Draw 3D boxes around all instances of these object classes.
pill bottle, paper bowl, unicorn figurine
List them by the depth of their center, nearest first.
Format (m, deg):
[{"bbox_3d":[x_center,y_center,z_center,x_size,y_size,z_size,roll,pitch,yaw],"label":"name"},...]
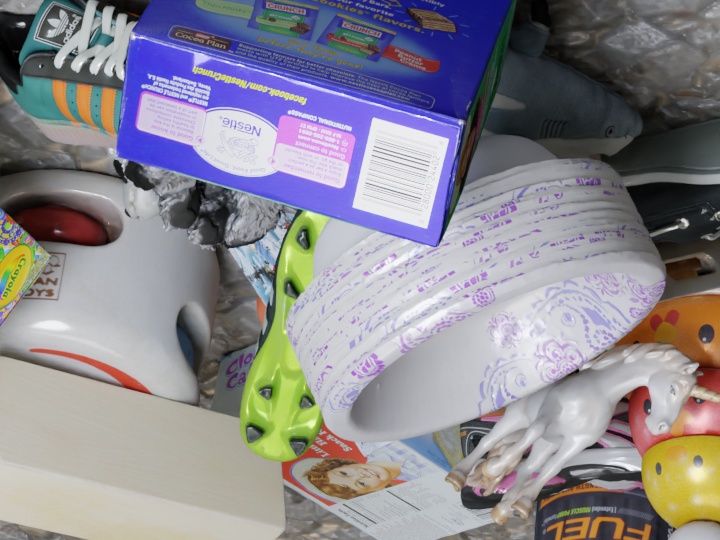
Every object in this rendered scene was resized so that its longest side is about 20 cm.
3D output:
[{"bbox_3d":[0.054,0.003,1.449,0.200,0.105,0.201,-22,162,-8],"label":"paper bowl"},{"bbox_3d":[0.130,0.095,1.675,0.074,0.137,0.200,50,164,-23],"label":"unicorn figurine"},{"bbox_3d":[0.171,0.214,1.872,0.106,0.201,0.106,5,148,3],"label":"pill bottle"}]

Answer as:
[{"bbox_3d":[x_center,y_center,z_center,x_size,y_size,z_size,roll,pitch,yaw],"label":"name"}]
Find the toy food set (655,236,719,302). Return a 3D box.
[{"bbox_3d":[0.135,0.033,1.652,0.143,0.061,0.200,-12,172,-45],"label":"toy food set"}]

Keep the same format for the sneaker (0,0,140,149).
[{"bbox_3d":[-0.144,-0.114,1.502,0.200,0.072,0.080,0,143,51],"label":"sneaker"}]

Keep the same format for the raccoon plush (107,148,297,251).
[{"bbox_3d":[-0.069,-0.100,1.569,0.200,0.134,0.097,-40,123,6],"label":"raccoon plush"}]

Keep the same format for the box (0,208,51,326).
[{"bbox_3d":[-0.322,-0.041,1.559,0.200,0.122,0.193,26,165,42],"label":"box"}]

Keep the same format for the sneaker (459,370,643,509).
[{"bbox_3d":[0.160,0.102,1.816,0.199,0.087,0.080,-5,166,-17],"label":"sneaker"}]

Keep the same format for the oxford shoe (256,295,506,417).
[{"bbox_3d":[0.036,0.039,1.749,0.199,0.071,0.073,19,139,-19],"label":"oxford shoe"}]

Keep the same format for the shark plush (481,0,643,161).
[{"bbox_3d":[0.076,-0.129,1.516,0.083,0.091,0.200,-29,114,17],"label":"shark plush"}]

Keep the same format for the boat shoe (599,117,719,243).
[{"bbox_3d":[0.186,-0.047,1.568,0.199,0.076,0.061,-2,118,33],"label":"boat shoe"}]

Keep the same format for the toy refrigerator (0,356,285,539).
[{"bbox_3d":[-0.149,0.122,1.658,0.199,0.076,0.070,16,140,-30],"label":"toy refrigerator"}]

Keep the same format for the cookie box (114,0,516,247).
[{"bbox_3d":[-0.016,-0.109,1.373,0.171,0.200,0.075,16,121,4],"label":"cookie box"}]

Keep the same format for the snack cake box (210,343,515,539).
[{"bbox_3d":[0.005,0.116,1.875,0.115,0.067,0.200,-20,139,39],"label":"snack cake box"}]

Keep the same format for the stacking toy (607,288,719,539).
[{"bbox_3d":[0.224,0.117,1.708,0.145,0.201,0.146,5,148,3],"label":"stacking toy"}]

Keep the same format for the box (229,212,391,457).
[{"bbox_3d":[0.000,0.000,1.616,0.137,0.040,0.200,-30,94,45],"label":"box"}]

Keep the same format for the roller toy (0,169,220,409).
[{"bbox_3d":[-0.188,0.036,1.718,0.200,0.140,0.182,29,141,-30],"label":"roller toy"}]

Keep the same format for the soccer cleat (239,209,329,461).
[{"bbox_3d":[-0.024,0.015,1.571,0.067,0.081,0.201,20,109,-5],"label":"soccer cleat"}]
